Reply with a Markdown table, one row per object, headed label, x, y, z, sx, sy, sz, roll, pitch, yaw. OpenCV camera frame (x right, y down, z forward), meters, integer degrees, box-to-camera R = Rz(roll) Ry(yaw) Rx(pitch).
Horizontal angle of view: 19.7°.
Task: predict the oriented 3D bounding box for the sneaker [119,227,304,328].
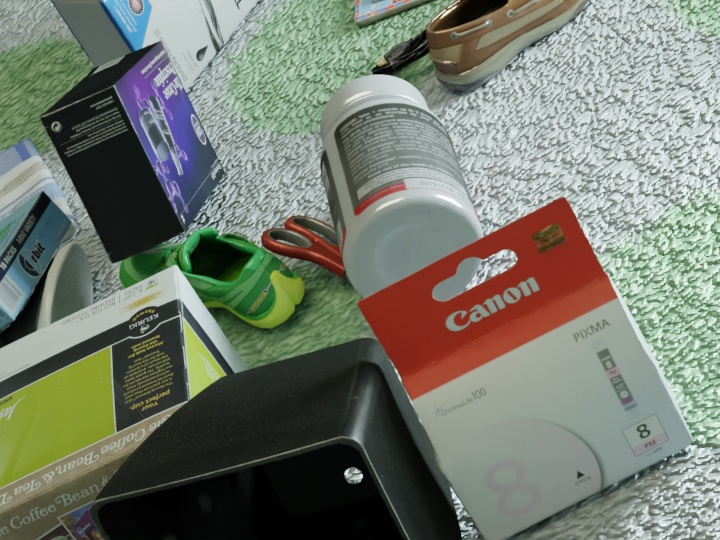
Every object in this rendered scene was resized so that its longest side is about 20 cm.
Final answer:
| label | x | y | z | sx | sy | sz | roll | pitch | yaw |
| --- | --- | --- | --- | --- | --- | --- | --- | --- | --- |
| sneaker | -0.132 | -0.006 | 1.764 | 0.199 | 0.084 | 0.074 | 6 | 51 | 41 |

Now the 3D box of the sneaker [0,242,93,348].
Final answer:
| label | x | y | z | sx | sy | sz | roll | pitch | yaw |
| --- | --- | --- | --- | --- | --- | --- | --- | --- | --- |
| sneaker | -0.300 | 0.057 | 1.825 | 0.099 | 0.071 | 0.201 | -9 | 46 | 21 |

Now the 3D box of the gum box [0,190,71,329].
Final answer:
| label | x | y | z | sx | sy | sz | roll | pitch | yaw |
| --- | --- | --- | --- | --- | --- | --- | --- | --- | --- |
| gum box | -0.361 | 0.034 | 1.847 | 0.200 | 0.045 | 0.170 | -33 | 20 | 26 |

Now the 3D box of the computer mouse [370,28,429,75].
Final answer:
| label | x | y | z | sx | sy | sz | roll | pitch | yaw |
| --- | --- | --- | --- | --- | --- | --- | --- | --- | --- |
| computer mouse | 0.087 | -0.245 | 1.910 | 0.200 | 0.034 | 0.059 | -38 | 17 | -5 |

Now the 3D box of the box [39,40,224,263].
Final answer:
| label | x | y | z | sx | sy | sz | roll | pitch | yaw |
| --- | --- | --- | --- | --- | --- | --- | --- | --- | --- |
| box | -0.196 | -0.108 | 1.827 | 0.078 | 0.142 | 0.200 | -20 | 14 | 12 |

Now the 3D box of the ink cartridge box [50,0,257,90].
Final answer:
| label | x | y | z | sx | sy | sz | roll | pitch | yaw |
| --- | --- | --- | --- | --- | --- | --- | --- | --- | --- |
| ink cartridge box | -0.195 | -0.283 | 2.077 | 0.084 | 0.146 | 0.200 | 7 | 51 | 42 |

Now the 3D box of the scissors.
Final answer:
| label | x | y | z | sx | sy | sz | roll | pitch | yaw |
| --- | --- | --- | --- | --- | --- | --- | --- | --- | --- |
| scissors | 0.000 | 0.000 | 1.712 | 0.199 | 0.014 | 0.073 | 28 | 28 | 34 |

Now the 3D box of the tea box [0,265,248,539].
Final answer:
| label | x | y | z | sx | sy | sz | roll | pitch | yaw |
| --- | --- | --- | --- | --- | --- | --- | --- | --- | --- |
| tea box | -0.191 | 0.136 | 1.602 | 0.199 | 0.134 | 0.197 | -25 | 36 | 11 |

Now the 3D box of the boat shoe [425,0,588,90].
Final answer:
| label | x | y | z | sx | sy | sz | roll | pitch | yaw |
| --- | --- | --- | --- | --- | --- | --- | --- | --- | --- |
| boat shoe | 0.139 | -0.245 | 1.850 | 0.200 | 0.072 | 0.076 | -42 | 37 | -13 |

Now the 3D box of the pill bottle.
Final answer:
| label | x | y | z | sx | sy | sz | roll | pitch | yaw |
| --- | --- | --- | --- | --- | --- | --- | --- | --- | --- |
| pill bottle | 0.028 | -0.069 | 1.694 | 0.113 | 0.114 | 0.200 | -26 | 37 | 9 |

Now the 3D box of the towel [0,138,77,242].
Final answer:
| label | x | y | z | sx | sy | sz | roll | pitch | yaw |
| --- | --- | --- | --- | --- | --- | --- | --- | --- | --- |
| towel | -0.361 | -0.050 | 2.036 | 0.146 | 0.024 | 0.200 | -33 | 36 | -2 |

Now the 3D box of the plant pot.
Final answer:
| label | x | y | z | sx | sy | sz | roll | pitch | yaw |
| --- | --- | --- | --- | --- | --- | --- | --- | --- | --- |
| plant pot | -0.038 | 0.160 | 1.424 | 0.198 | 0.201 | 0.178 | -17 | 28 | 21 |

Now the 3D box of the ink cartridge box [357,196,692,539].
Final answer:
| label | x | y | z | sx | sy | sz | roll | pitch | yaw |
| --- | --- | --- | --- | --- | --- | --- | --- | --- | --- |
| ink cartridge box | 0.112 | 0.072 | 1.395 | 0.162 | 0.200 | 0.057 | -27 | 34 | 7 |

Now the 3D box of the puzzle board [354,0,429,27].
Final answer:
| label | x | y | z | sx | sy | sz | roll | pitch | yaw |
| --- | --- | --- | --- | --- | --- | --- | --- | --- | --- |
| puzzle board | 0.064 | -0.328 | 2.049 | 0.150 | 0.017 | 0.201 | -19 | 39 | 18 |
